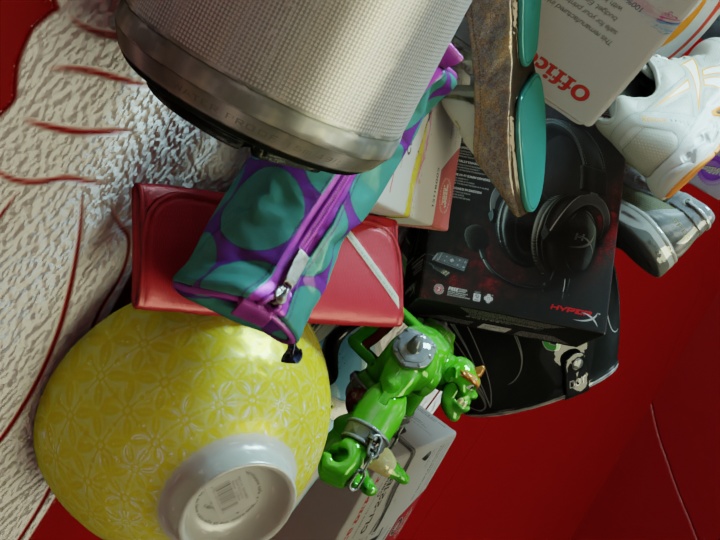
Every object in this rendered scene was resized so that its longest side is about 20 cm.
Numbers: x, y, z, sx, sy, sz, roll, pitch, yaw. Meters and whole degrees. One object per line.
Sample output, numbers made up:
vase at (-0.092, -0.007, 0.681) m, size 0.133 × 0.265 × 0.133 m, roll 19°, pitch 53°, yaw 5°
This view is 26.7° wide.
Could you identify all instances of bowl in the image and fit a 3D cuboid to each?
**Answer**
bowl at (-0.096, 0.117, 0.961) m, size 0.199 × 0.108 × 0.201 m, roll -16°, pitch 131°, yaw -20°

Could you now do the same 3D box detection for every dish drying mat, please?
dish drying mat at (-0.053, -0.007, 0.947) m, size 0.199 × 0.018 × 0.077 m, roll 6°, pitch 78°, yaw -39°

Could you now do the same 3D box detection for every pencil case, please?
pencil case at (-0.024, -0.053, 0.880) m, size 0.085 × 0.092 × 0.201 m, roll 37°, pitch 78°, yaw -30°

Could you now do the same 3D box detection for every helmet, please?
helmet at (0.125, 0.011, 1.298) m, size 0.199 × 0.192 × 0.200 m, roll -18°, pitch -173°, yaw 2°

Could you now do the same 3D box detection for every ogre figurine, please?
ogre figurine at (0.022, 0.092, 1.099) m, size 0.120 × 0.098 × 0.200 m, roll -58°, pitch 154°, yaw 7°

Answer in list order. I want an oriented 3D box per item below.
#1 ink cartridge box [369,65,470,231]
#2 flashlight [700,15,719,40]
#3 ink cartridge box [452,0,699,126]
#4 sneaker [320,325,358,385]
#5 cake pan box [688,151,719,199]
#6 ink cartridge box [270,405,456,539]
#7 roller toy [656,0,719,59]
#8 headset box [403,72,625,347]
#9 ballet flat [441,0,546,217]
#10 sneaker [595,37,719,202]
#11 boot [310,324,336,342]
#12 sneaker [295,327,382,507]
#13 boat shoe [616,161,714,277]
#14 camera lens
ink cartridge box at (0.009, -0.096, 1.007) m, size 0.200 × 0.067 × 0.117 m, roll 12°, pitch 86°, yaw -69°
flashlight at (0.279, -0.224, 1.301) m, size 0.068 × 0.199 × 0.068 m, roll -43°, pitch 158°, yaw -34°
ink cartridge box at (0.159, -0.221, 1.024) m, size 0.200 × 0.144 × 0.084 m, roll -51°, pitch -169°, yaw 33°
sneaker at (0.000, 0.000, 1.153) m, size 0.201 × 0.090 × 0.078 m, roll -59°, pitch 160°, yaw 6°
cake pan box at (0.249, -0.144, 1.305) m, size 0.052 × 0.199 × 0.184 m, roll -63°, pitch 171°, yaw 25°
ink cartridge box at (-0.006, 0.207, 1.465) m, size 0.145 × 0.084 × 0.200 m, roll -62°, pitch 159°, yaw 16°
roller toy at (0.201, -0.245, 1.178) m, size 0.200 × 0.140 × 0.182 m, roll -53°, pitch 156°, yaw 15°
headset box at (0.121, -0.055, 1.168) m, size 0.077 × 0.148 × 0.201 m, roll 137°, pitch -36°, yaw -75°
ballet flat at (0.088, -0.133, 1.015) m, size 0.068 × 0.067 × 0.201 m, roll -45°, pitch 138°, yaw -54°
sneaker at (0.236, -0.140, 1.147) m, size 0.076 × 0.092 × 0.200 m, roll -46°, pitch -174°, yaw 38°
boot at (-0.098, 0.039, 1.027) m, size 0.204 × 0.073 × 0.154 m, roll -47°, pitch 152°, yaw -14°
sneaker at (-0.058, 0.127, 1.230) m, size 0.201 × 0.079 × 0.130 m, roll -59°, pitch 161°, yaw 3°
boat shoe at (0.224, -0.059, 1.248) m, size 0.065 × 0.075 × 0.202 m, roll -35°, pitch -158°, yaw 2°
camera lens at (-0.020, -0.161, 0.759) m, size 0.201 × 0.160 × 0.160 m, roll -62°, pitch 159°, yaw 15°
